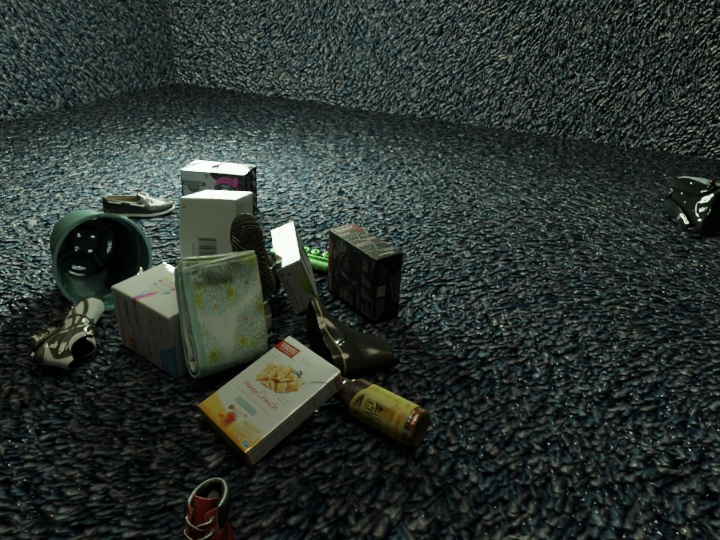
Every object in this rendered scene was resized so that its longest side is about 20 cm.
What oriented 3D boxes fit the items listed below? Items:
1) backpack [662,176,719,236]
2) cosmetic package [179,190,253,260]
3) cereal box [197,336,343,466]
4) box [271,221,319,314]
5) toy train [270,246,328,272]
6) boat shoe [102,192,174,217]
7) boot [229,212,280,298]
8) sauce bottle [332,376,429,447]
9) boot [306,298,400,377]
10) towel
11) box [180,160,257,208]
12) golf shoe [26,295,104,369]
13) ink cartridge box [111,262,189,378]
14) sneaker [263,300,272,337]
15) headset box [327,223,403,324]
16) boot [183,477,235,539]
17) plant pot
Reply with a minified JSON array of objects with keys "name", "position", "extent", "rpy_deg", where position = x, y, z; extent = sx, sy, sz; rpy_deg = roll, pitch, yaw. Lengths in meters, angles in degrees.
[{"name":"backpack","position":[1.014,-0.202,1.858],"extent":[0.124,0.170,0.201],"rpy_deg":[16,19,-18]},{"name":"cosmetic package","position":[-0.304,-0.062,1.327],"extent":[0.119,0.205,0.200],"rpy_deg":[2,12,-2]},{"name":"cereal box","position":[-0.143,0.201,0.992],"extent":[0.142,0.040,0.199],"rpy_deg":[25,51,40]},{"name":"box","position":[-0.146,-0.010,1.363],"extent":[0.059,0.119,0.201],"rpy_deg":[-21,29,0]},{"name":"toy train","position":[-0.132,-0.028,1.507],"extent":[0.195,0.043,0.057],"rpy_deg":[13,38,20]},{"name":"boat shoe","position":[-0.633,-0.191,1.757],"extent":[0.195,0.062,0.074],"rpy_deg":[-6,27,-18]},{"name":"boot","position":[-0.209,-0.027,1.278],"extent":[0.071,0.187,0.200],"rpy_deg":[-12,6,3]},{"name":"sauce bottle","position":[0.016,0.219,1.003],"extent":[0.196,0.068,0.066],"rpy_deg":[18,30,33]},{"name":"boot","position":[-0.021,0.127,1.183],"extent":[0.135,0.079,0.202],"rpy_deg":[-4,40,-22]},{"name":"towel","position":[-0.241,0.071,1.093],"extent":[0.047,0.206,0.169],"rpy_deg":[-2,6,41]},{"name":"box","position":[-0.410,-0.239,1.792],"extent":[0.194,0.136,0.115],"rpy_deg":[6,24,7]},{"name":"golf shoe","position":[-0.524,0.121,1.151],"extent":[0.093,0.079,0.201],"rpy_deg":[23,30,1]},{"name":"ink cartridge box","position":[-0.365,0.086,1.155],"extent":[0.197,0.132,0.124],"rpy_deg":[20,32,32]},{"name":"sneaker","position":[-0.265,0.081,1.229],"extent":[0.195,0.082,0.077],"rpy_deg":[9,28,15]},{"name":"headset box","position":[0.000,0.000,1.338],"extent":[0.076,0.153,0.199],"rpy_deg":[-14,30,-32]},{"name":"boot","position":[-0.183,0.332,0.664],"extent":[0.070,0.148,0.201],"rpy_deg":[5,28,2]},{"name":"plant pot","position":[-0.578,-0.041,1.334],"extent":[0.197,0.206,0.195],"rpy_deg":[-15,24,-32]}]
